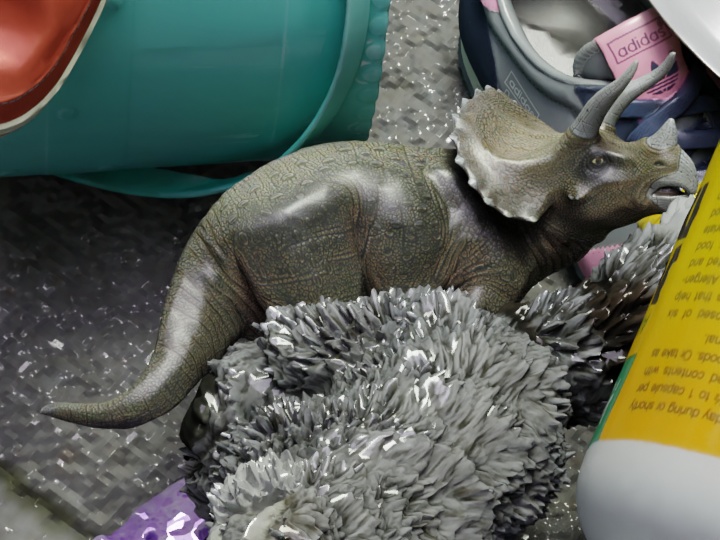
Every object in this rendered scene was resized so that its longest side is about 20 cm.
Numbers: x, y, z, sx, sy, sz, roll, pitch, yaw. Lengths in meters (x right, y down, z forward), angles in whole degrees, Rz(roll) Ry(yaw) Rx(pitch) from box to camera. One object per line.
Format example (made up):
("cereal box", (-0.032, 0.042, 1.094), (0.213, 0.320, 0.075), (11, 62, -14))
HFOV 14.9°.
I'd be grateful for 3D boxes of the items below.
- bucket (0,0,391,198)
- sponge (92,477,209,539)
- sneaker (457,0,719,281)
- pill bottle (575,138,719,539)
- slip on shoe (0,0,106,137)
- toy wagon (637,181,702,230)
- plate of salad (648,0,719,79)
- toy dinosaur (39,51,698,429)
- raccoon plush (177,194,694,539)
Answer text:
("bucket", (-0.064, -0.123, 0.851), (0.134, 0.207, 0.208), (0, 59, -6))
("sponge", (-0.021, 0.155, 0.780), (0.111, 0.030, 0.200), (-33, 65, -18))
("sneaker", (0.092, -0.035, 0.863), (0.070, 0.082, 0.200), (-30, 64, -16))
("pill bottle", (0.122, 0.037, 0.705), (0.113, 0.113, 0.200), (21, 76, 12))
("slip on shoe", (-0.084, -0.131, 0.719), (0.074, 0.061, 0.200), (17, 93, -11))
("toy wagon", (0.141, 0.053, 0.781), (0.155, 0.040, 0.200), (-33, 54, 10))
("plate of salad", (0.166, -0.079, 0.893), (0.200, 0.048, 0.200), (17, 39, -15))
("toy dinosaur", (0.000, 0.000, 0.819), (0.200, 0.077, 0.102), (-11, 101, -4))
("raccoon plush", (0.027, 0.042, 0.724), (0.200, 0.134, 0.097), (-43, 104, 0))
